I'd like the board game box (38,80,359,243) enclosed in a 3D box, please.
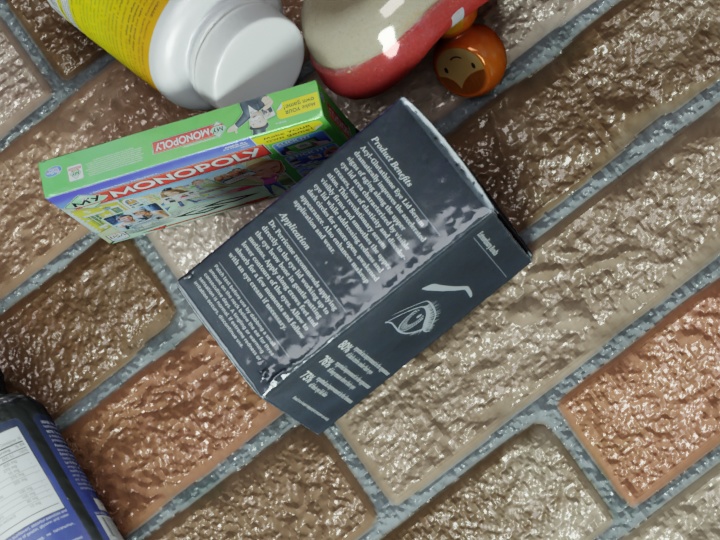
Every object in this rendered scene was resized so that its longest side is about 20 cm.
[{"bbox_3d":[-0.105,-0.072,1.762,0.199,0.135,0.029,-16,74,11],"label":"board game box"}]

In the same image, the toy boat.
[{"bbox_3d":[0.058,-0.177,1.759,0.200,0.131,0.130,-37,26,-20],"label":"toy boat"}]

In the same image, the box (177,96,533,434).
[{"bbox_3d":[0.000,0.000,1.714,0.200,0.148,0.104,-39,71,2],"label":"box"}]

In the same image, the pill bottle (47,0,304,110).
[{"bbox_3d":[-0.129,-0.184,1.780,0.109,0.109,0.200,-51,52,-1],"label":"pill bottle"}]

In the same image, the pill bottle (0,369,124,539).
[{"bbox_3d":[-0.243,0.157,1.757,0.112,0.112,0.200,-35,71,4],"label":"pill bottle"}]
